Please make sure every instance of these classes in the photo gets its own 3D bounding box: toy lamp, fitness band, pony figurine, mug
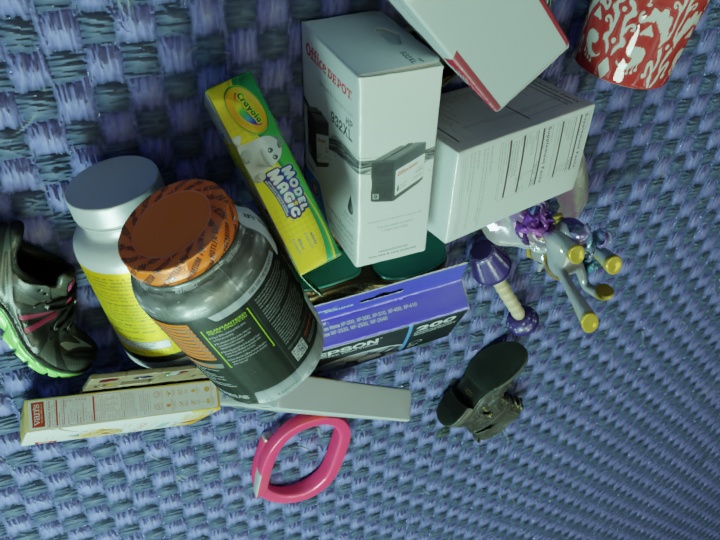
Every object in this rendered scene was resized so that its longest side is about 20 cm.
[{"bbox_3d":[0.205,0.025,0.975,0.058,0.058,0.200,-37,138,2],"label":"toy lamp"},{"bbox_3d":[-0.091,0.283,1.031,0.143,0.037,0.201,-4,128,-31],"label":"fitness band"},{"bbox_3d":[0.249,-0.045,0.872,0.166,0.200,0.194,-23,119,-2],"label":"pony figurine"},{"bbox_3d":[0.332,-0.309,0.723,0.177,0.134,0.201,-8,132,-22],"label":"mug"}]

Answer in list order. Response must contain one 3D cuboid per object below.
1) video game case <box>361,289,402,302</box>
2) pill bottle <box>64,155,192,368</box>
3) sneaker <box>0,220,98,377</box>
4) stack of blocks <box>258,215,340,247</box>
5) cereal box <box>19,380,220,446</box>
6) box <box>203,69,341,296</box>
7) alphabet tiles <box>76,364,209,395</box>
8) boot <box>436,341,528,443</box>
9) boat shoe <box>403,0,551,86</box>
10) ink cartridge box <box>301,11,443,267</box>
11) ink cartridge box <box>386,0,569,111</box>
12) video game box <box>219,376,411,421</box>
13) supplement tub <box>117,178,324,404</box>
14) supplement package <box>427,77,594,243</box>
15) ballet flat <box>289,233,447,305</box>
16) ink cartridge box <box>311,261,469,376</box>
[{"bbox_3d":[-0.021,0.068,0.859,0.199,0.018,0.143,-12,160,-22],"label":"video game case"},{"bbox_3d":[-0.210,-0.006,0.668,0.112,0.113,0.201,-21,134,-13],"label":"pill bottle"},{"bbox_3d":[-0.311,0.034,0.669,0.083,0.077,0.200,-24,135,-5],"label":"sneaker"},{"bbox_3d":[-0.034,-0.019,0.796,0.199,0.059,0.116,-14,132,-20],"label":"stack of blocks"},{"bbox_3d":[-0.275,0.163,0.771,0.199,0.040,0.144,-3,163,-28],"label":"cereal box"},{"bbox_3d":[-0.078,-0.076,0.625,0.048,0.117,0.201,-26,104,-8],"label":"box"},{"bbox_3d":[-0.224,0.126,0.758,0.166,0.008,0.200,-2,165,-29],"label":"alphabet tiles"},{"bbox_3d":[0.229,0.208,1.140,0.200,0.069,0.174,-45,140,16],"label":"boot"},{"bbox_3d":[0.118,-0.239,0.700,0.199,0.068,0.072,-29,133,-8],"label":"boat shoe"},{"bbox_3d":[0.005,-0.129,0.667,0.083,0.145,0.201,-14,132,-19],"label":"ink cartridge box"},{"bbox_3d":[0.064,-0.246,0.569,0.083,0.200,0.145,-43,135,14],"label":"ink cartridge box"},{"bbox_3d":[-0.068,0.159,0.855,0.199,0.047,0.182,15,161,-38],"label":"video game box"},{"bbox_3d":[-0.117,0.022,0.599,0.122,0.123,0.200,-30,139,-5],"label":"supplement tub"},{"bbox_3d":[0.140,-0.131,0.745,0.199,0.114,0.110,-22,135,-27],"label":"supplement package"},{"bbox_3d":[0.000,0.000,0.757,0.199,0.071,0.065,-9,157,-20],"label":"ballet flat"},{"bbox_3d":[0.025,0.065,0.797,0.197,0.044,0.200,-16,161,-7],"label":"ink cartridge box"}]
